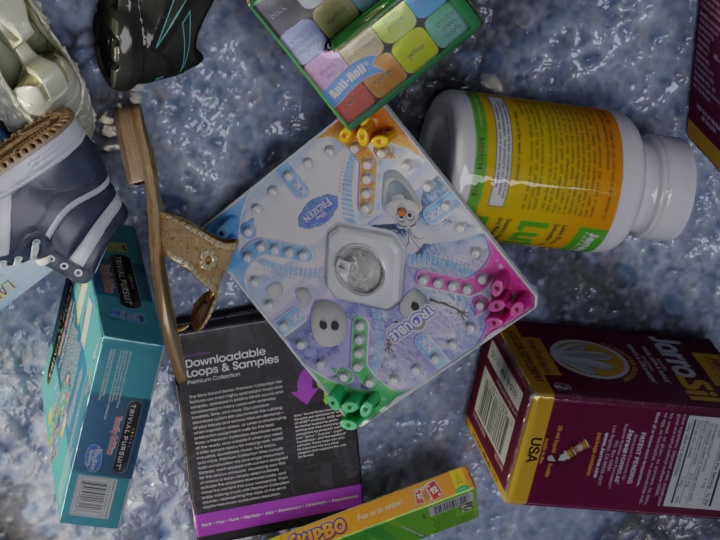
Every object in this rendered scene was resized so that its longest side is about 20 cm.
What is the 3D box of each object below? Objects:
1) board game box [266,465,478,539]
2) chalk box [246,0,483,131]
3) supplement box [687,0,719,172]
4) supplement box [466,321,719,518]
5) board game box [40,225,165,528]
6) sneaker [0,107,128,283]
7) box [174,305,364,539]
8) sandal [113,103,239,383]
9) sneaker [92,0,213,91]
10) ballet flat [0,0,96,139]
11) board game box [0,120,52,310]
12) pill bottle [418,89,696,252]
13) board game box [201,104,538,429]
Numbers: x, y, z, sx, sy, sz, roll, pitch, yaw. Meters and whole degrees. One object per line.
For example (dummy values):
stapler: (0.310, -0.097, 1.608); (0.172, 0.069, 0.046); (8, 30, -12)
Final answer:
board game box: (0.001, 0.218, 1.705); (0.199, 0.030, 0.096); (-23, 158, -4)
chalk box: (-0.005, -0.193, 1.435); (0.125, 0.200, 0.124); (-37, 118, 6)
supplement box: (0.334, -0.180, 1.576); (0.130, 0.103, 0.201); (-5, 116, -10)
supplement box: (0.203, 0.120, 1.667); (0.199, 0.131, 0.104); (6, 114, -16)
board game box: (-0.193, 0.072, 1.519); (0.047, 0.200, 0.151); (10, 113, -17)
sneaker: (-0.261, -0.019, 1.470); (0.200, 0.070, 0.109); (-33, 117, 1)
box: (-0.074, 0.120, 1.665); (0.143, 0.036, 0.201); (-9, 118, -10)
sandal: (-0.127, -0.024, 1.536); (0.069, 0.078, 0.212); (-13, 97, -2)
sneaker: (-0.145, -0.226, 1.469); (0.079, 0.075, 0.201); (-7, 125, -22)
ballet flat: (-0.245, -0.158, 1.465); (0.072, 0.072, 0.200); (-29, 118, 2)
board game box: (-0.335, -0.042, 1.513); (0.200, 0.056, 0.196); (-36, 118, 6)
pill bottle: (0.150, -0.073, 1.580); (0.199, 0.111, 0.111); (6, 114, -16)
board game box: (0.000, 0.000, 1.547); (0.200, 0.026, 0.200); (-36, 95, 31)
